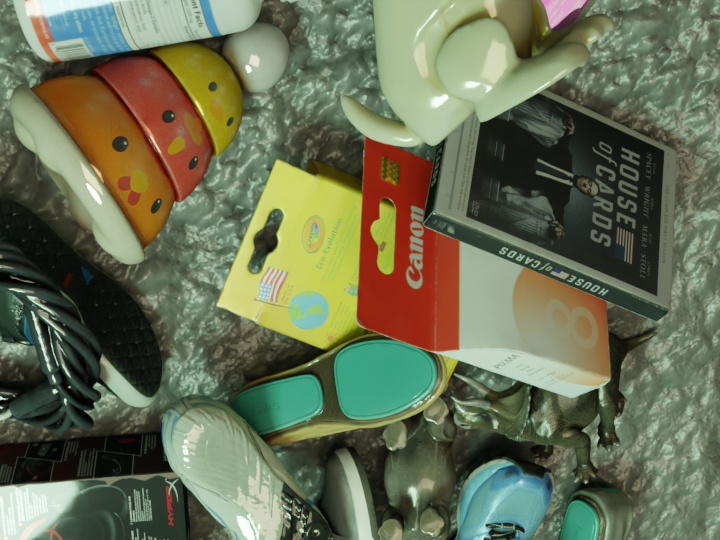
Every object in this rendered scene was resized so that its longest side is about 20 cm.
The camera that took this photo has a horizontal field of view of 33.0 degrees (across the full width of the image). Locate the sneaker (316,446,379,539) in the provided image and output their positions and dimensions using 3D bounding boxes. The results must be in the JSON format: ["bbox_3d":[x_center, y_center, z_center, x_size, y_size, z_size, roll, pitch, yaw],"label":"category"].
[{"bbox_3d":[-0.051,0.245,1.004,0.119,0.084,0.204,-6,110,-16],"label":"sneaker"}]

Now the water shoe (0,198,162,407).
[{"bbox_3d":[-0.232,0.031,0.924,0.078,0.072,0.201,-27,114,31],"label":"water shoe"}]

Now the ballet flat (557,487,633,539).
[{"bbox_3d":[0.190,0.281,1.060,0.063,0.067,0.203,0,114,-40],"label":"ballet flat"}]

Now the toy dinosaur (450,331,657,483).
[{"bbox_3d":[0.174,0.096,0.962,0.198,0.077,0.103,-29,125,-15],"label":"toy dinosaur"}]

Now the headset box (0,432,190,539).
[{"bbox_3d":[-0.234,0.217,0.968,0.196,0.075,0.151,-4,108,-7],"label":"headset box"}]

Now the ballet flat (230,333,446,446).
[{"bbox_3d":[-0.011,0.092,0.934,0.197,0.063,0.070,-14,74,30],"label":"ballet flat"}]

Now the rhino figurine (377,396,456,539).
[{"bbox_3d":[0.045,0.197,0.978,0.059,0.087,0.204,5,89,8],"label":"rhino figurine"}]

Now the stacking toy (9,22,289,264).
[{"bbox_3d":[-0.134,-0.116,0.865,0.199,0.146,0.147,-38,110,-12],"label":"stacking toy"}]

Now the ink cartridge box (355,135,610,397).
[{"bbox_3d":[0.093,-0.012,0.888,0.198,0.165,0.050,21,147,-28],"label":"ink cartridge box"}]

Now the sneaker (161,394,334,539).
[{"bbox_3d":[-0.081,0.176,0.935,0.071,0.072,0.201,-35,107,-7],"label":"sneaker"}]

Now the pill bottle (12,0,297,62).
[{"bbox_3d":[-0.128,-0.210,0.816,0.196,0.112,0.114,-9,109,2],"label":"pill bottle"}]

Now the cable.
[{"bbox_3d":[-0.261,0.054,0.871,0.161,0.051,0.201,24,138,3],"label":"cable"}]

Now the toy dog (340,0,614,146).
[{"bbox_3d":[0.047,-0.198,0.785,0.192,0.139,0.202,-25,99,37],"label":"toy dog"}]

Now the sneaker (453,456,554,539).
[{"bbox_3d":[0.109,0.243,1.002,0.077,0.090,0.202,14,118,-12],"label":"sneaker"}]

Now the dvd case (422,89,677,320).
[{"bbox_3d":[0.148,-0.063,0.909,0.197,0.152,0.025,21,147,-14],"label":"dvd case"}]

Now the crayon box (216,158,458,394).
[{"bbox_3d":[0.000,0.000,0.945,0.197,0.051,0.129,22,104,-15],"label":"crayon box"}]

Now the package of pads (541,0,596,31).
[{"bbox_3d":[0.108,-0.241,0.860,0.154,0.068,0.201,37,99,-3],"label":"package of pads"}]
